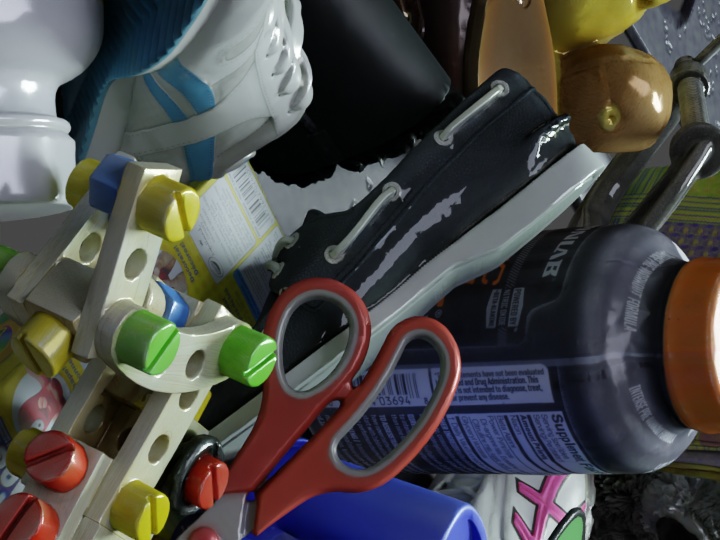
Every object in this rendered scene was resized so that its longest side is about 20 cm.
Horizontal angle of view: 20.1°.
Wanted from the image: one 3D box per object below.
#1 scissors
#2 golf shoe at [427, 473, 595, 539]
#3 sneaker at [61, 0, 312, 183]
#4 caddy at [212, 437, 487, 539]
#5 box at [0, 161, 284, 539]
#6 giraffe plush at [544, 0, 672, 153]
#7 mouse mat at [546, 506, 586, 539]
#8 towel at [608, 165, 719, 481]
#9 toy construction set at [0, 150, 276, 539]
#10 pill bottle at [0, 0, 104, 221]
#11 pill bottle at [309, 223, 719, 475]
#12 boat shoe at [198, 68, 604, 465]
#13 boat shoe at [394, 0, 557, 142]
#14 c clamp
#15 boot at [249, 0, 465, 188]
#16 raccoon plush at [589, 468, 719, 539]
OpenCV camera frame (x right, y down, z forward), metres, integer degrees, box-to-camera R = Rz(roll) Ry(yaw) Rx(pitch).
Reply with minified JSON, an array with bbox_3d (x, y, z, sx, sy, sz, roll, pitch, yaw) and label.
[{"bbox_3d":[-0.041,0.091,0.713,0.073,0.014,0.200,34,80,0],"label":"scissors"},{"bbox_3d":[0.056,0.127,0.934,0.092,0.073,0.200,37,56,-48],"label":"golf shoe"},{"bbox_3d":[-0.054,-0.088,0.721,0.081,0.200,0.077,-2,74,-19],"label":"sneaker"},{"bbox_3d":[-0.022,0.162,0.790,0.141,0.105,0.200,-46,142,-50],"label":"caddy"},{"bbox_3d":[-0.088,0.053,0.782,0.200,0.048,0.117,-50,123,-46],"label":"box"},{"bbox_3d":[0.100,-0.123,0.976,0.172,0.200,0.162,5,97,-41],"label":"giraffe plush"},{"bbox_3d":[0.052,0.207,0.840,0.200,0.008,0.161,-39,137,-54],"label":"mouse mat"},{"bbox_3d":[0.167,0.022,1.027,0.200,0.143,0.023,-62,143,-36],"label":"towel"},{"bbox_3d":[-0.105,0.063,0.653,0.200,0.092,0.131,-48,151,-6],"label":"toy construction set"},{"bbox_3d":[-0.143,-0.117,0.684,0.111,0.111,0.200,-3,87,-53],"label":"pill bottle"},{"bbox_3d":[0.078,0.035,0.873,0.106,0.200,0.106,8,80,-54],"label":"pill bottle"},{"bbox_3d":[0.000,0.000,0.779,0.200,0.076,0.060,-37,81,-15],"label":"boat shoe"},{"bbox_3d":[0.041,-0.115,0.883,0.070,0.070,0.200,3,84,-57],"label":"boat shoe"},{"bbox_3d":[0.150,-0.062,1.019,0.027,0.171,0.200,38,25,-7],"label":"c clamp"},{"bbox_3d":[-0.014,-0.118,0.792,0.163,0.198,0.073,55,47,-22],"label":"boot"},{"bbox_3d":[0.160,0.068,1.031,0.097,0.134,0.200,18,70,-49],"label":"raccoon plush"}]
